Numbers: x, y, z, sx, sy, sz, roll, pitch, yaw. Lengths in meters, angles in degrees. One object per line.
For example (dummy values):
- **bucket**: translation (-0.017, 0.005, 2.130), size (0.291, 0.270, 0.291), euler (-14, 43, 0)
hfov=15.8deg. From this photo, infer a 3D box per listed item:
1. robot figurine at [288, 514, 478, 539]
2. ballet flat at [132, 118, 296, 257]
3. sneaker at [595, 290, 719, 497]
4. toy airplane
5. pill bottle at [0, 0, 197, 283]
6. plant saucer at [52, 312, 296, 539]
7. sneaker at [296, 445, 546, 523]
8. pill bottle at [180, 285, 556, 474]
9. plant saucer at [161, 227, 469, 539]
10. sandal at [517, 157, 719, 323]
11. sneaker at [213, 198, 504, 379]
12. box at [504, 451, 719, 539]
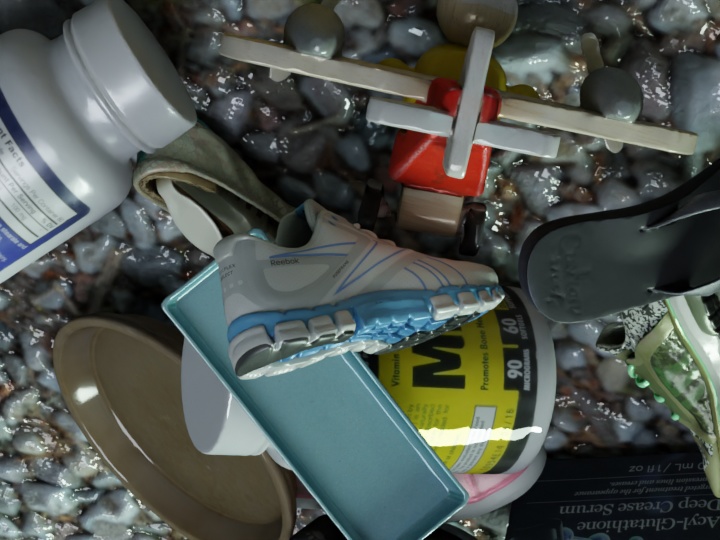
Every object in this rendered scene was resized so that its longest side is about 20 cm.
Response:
- **robot figurine**: translation (0.025, 0.229, 1.618), size (0.125, 0.200, 0.151), euler (-4, 99, 15)
- **ballet flat**: translation (-0.060, -0.012, 1.555), size (0.200, 0.062, 0.067), euler (39, 130, -18)
- **sneaker**: translation (0.187, 0.049, 1.539), size (0.088, 0.077, 0.200), euler (1, 124, 29)
- **toy airplane**: translation (0.053, -0.099, 1.391), size (0.199, 0.141, 0.200), euler (0, 162, 42)
- **pill bottle**: translation (-0.200, -0.067, 1.481), size (0.200, 0.120, 0.120), euler (-32, 118, 9)
- **plant saucer**: translation (-0.114, 0.102, 1.647), size (0.200, 0.029, 0.200), euler (31, 146, 24)
- **sneaker**: translation (0.010, 0.099, 1.623), size (0.200, 0.075, 0.105), euler (-1, 135, 23)
- **pill bottle**: translation (0.003, 0.062, 1.519), size (0.200, 0.114, 0.114), euler (2, 137, -22)
- **plant saucer**: translation (-0.025, 0.072, 1.441), size (0.070, 0.019, 0.200), euler (-39, 102, -4)
- **sandal**: translation (0.187, -0.016, 1.426), size (0.200, 0.043, 0.076), euler (-21, 108, -9)
- **sneaker**: translation (0.000, 0.000, 1.405), size (0.075, 0.200, 0.087), euler (-31, 73, 39)
- **box**: translation (0.165, 0.219, 1.596), size (0.148, 0.200, 0.107), euler (-5, 133, 20)
